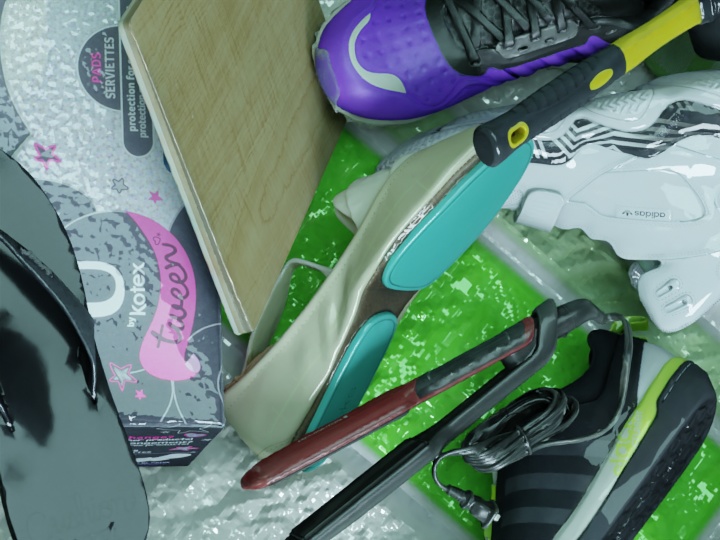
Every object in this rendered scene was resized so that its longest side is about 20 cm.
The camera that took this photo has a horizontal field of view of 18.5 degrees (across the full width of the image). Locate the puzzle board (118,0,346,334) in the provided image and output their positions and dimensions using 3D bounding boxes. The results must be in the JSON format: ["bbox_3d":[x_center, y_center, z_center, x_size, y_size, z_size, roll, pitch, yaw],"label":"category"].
[{"bbox_3d":[-0.053,-0.089,0.976,0.017,0.200,0.151,-9,121,20],"label":"puzzle board"}]

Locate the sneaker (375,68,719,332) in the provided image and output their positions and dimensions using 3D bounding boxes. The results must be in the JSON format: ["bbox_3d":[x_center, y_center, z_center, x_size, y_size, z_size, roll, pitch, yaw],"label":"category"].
[{"bbox_3d":[0.111,-0.026,1.062,0.199,0.075,0.115,-11,99,5],"label":"sneaker"}]

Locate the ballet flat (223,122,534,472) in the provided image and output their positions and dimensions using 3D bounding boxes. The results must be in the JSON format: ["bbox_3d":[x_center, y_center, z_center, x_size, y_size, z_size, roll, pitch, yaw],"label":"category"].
[{"bbox_3d":[0.000,0.000,1.017,0.069,0.069,0.200,34,98,-3],"label":"ballet flat"}]

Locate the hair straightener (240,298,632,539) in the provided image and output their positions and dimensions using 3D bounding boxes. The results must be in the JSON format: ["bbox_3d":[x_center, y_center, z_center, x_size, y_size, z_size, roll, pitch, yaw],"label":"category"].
[{"bbox_3d":[0.046,0.078,1.012,0.199,0.041,0.077,-30,96,-18],"label":"hair straightener"}]

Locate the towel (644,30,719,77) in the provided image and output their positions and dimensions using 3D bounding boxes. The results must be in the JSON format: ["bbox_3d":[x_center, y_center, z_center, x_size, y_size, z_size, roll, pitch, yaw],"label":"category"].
[{"bbox_3d":[0.228,-0.139,1.046,0.031,0.200,0.149,-4,42,-46],"label":"towel"}]

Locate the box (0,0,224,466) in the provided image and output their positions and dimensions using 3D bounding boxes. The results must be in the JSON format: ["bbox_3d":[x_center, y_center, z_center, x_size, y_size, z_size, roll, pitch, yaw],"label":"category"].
[{"bbox_3d":[-0.130,-0.018,0.991,0.131,0.115,0.201,1,78,-12],"label":"box"}]

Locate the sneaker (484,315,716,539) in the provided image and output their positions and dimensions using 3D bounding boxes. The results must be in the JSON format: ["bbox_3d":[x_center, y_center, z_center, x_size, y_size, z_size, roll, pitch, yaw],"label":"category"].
[{"bbox_3d":[0.087,0.108,1.047,0.083,0.072,0.200,33,70,24],"label":"sneaker"}]

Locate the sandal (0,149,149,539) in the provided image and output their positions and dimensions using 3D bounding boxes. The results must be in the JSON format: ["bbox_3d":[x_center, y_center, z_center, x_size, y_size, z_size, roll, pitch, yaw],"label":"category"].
[{"bbox_3d":[-0.137,0.029,0.896,0.076,0.043,0.201,-26,86,-17],"label":"sandal"}]

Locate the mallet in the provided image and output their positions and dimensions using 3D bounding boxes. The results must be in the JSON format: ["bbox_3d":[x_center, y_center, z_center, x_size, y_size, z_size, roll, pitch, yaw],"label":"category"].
[{"bbox_3d":[0.118,-0.107,0.997,0.200,0.041,0.066,-27,117,-39],"label":"mallet"}]

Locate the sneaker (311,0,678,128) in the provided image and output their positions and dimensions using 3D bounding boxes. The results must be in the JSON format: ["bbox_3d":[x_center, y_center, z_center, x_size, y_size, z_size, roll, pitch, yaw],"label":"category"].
[{"bbox_3d":[0.074,-0.127,1.052,0.199,0.099,0.070,-18,85,-28],"label":"sneaker"}]
